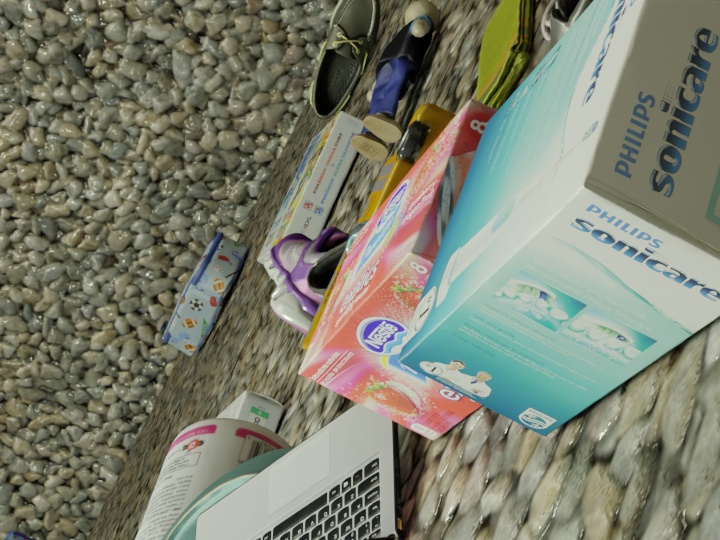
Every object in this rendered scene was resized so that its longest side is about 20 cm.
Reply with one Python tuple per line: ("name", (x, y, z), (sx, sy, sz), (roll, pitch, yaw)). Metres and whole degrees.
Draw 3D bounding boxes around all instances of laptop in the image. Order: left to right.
("laptop", (-0.079, 0.158, 1.006), (0.187, 0.116, 0.201), (-36, 33, 28))

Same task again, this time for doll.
("doll", (0.040, -0.213, 1.811), (0.137, 0.048, 0.201), (-50, 17, 56))

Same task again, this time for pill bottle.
("pill bottle", (-0.114, 0.217, 1.262), (0.114, 0.113, 0.201), (-57, 11, 40))

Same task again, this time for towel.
("towel", (0.112, -0.181, 1.371), (0.086, 0.018, 0.200), (-59, 10, 30))

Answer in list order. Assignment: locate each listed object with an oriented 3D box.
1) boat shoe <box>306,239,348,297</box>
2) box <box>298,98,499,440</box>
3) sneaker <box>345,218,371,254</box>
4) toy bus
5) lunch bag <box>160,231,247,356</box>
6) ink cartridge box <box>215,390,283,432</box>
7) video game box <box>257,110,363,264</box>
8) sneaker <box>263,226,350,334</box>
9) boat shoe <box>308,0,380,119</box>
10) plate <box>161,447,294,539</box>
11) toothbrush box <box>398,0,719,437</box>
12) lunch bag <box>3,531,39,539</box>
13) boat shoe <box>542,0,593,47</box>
("boat shoe", (0.000, 0.000, 1.392), (0.067, 0.057, 0.200), (-67, 8, -17))
("box", (0.050, 0.006, 0.933), (0.103, 0.094, 0.200), (-67, 9, -26))
("sneaker", (0.042, -0.022, 1.097), (0.201, 0.086, 0.078), (-67, 10, -15))
("toy bus", (0.028, -0.020, 1.254), (0.201, 0.065, 0.078), (-65, 7, -5))
("lunch bag", (-0.267, 0.040, 2.893), (0.200, 0.075, 0.161), (-58, 8, 33))
("ink cartridge box", (-0.144, 0.229, 1.671), (0.161, 0.050, 0.201), (138, 153, -68))
("video game box", (-0.062, -0.093, 2.104), (0.200, 0.047, 0.183), (153, 139, -77))
("sneaker", (-0.036, -0.003, 1.589), (0.089, 0.080, 0.200), (-56, 15, 10))
("boat shoe", (-0.021, -0.310, 2.416), (0.060, 0.072, 0.203), (-92, 23, -69))
("plate", (-0.086, 0.197, 1.120), (0.199, 0.026, 0.201), (-29, 36, 24))
("toothbrush box", (0.107, -0.035, 0.735), (0.147, 0.085, 0.200), (-68, 8, -29))
("lunch bag", (-0.345, 0.374, 1.926), (0.094, 0.199, 0.151), (-62, 9, 15))
("boat shoe", (0.141, -0.171, 0.969), (0.200, 0.057, 0.067), (-56, 11, 44))
